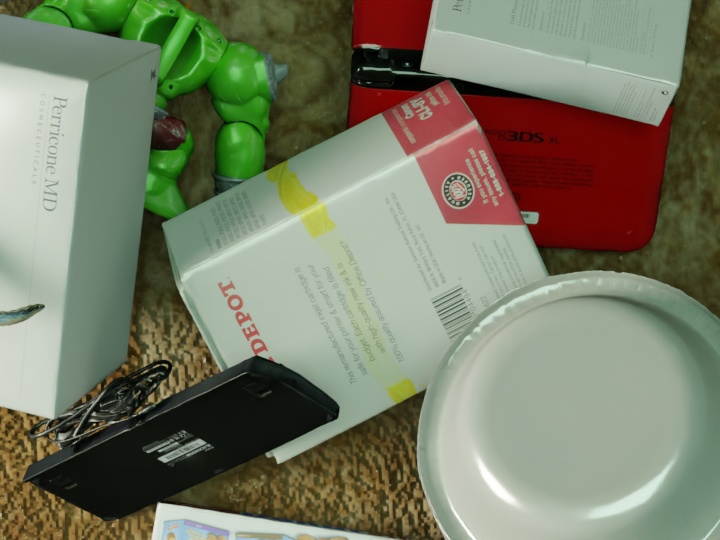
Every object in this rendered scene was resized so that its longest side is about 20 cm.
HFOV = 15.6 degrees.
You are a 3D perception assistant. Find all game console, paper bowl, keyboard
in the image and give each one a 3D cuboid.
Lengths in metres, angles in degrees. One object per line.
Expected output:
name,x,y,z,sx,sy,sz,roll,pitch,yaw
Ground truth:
game console,0.090,-0.116,1.643,0.198,0.119,0.173,4,119,-3
paper bowl,0.131,0.096,1.477,0.199,0.104,0.202,-5,65,11
keyboard,-0.114,0.086,1.553,0.199,0.104,0.040,-27,47,32

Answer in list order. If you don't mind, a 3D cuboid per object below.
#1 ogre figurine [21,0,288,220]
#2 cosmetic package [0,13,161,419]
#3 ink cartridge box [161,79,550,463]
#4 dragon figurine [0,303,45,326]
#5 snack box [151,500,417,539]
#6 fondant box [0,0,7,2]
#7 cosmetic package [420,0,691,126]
ogre figurine,-0.129,-0.107,1.592,0.199,0.098,0.120,33,99,10
cosmetic package,-0.235,-0.043,1.520,0.199,0.123,0.201,11,108,12
ink cartridge box,0.000,0.000,1.570,0.199,0.083,0.146,-27,118,-1
dragon figurine,-0.269,-0.028,1.430,0.199,0.059,0.100,18,118,20
snack box,-0.032,0.192,1.622,0.198,0.024,0.072,9,89,-3
fondant box,-0.164,-0.257,1.614,0.199,0.058,0.145,-15,89,-2
cosmetic package,0.127,-0.197,1.592,0.150,0.052,0.201,14,61,-4
